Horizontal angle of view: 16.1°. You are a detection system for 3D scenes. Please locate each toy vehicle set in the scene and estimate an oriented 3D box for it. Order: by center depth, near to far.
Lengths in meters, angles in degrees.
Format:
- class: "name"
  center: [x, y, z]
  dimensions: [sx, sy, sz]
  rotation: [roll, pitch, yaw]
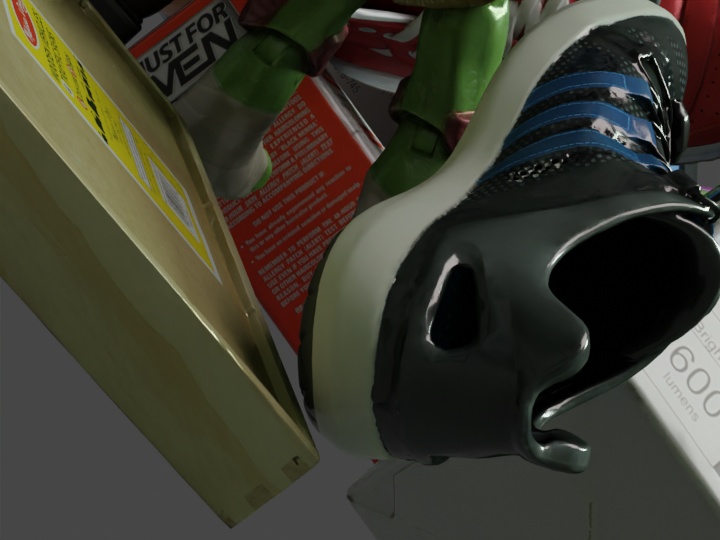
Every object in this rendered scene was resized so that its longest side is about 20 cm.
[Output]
- class: "toy vehicle set"
  center: [-0.073, -0.035, 0.619]
  dimensions: [0.124, 0.026, 0.200]
  rotation: [51, 6, -28]

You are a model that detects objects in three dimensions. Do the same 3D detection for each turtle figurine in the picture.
- class: "turtle figurine"
  center: [0.028, -0.103, 0.762]
  dimensions: [0.143, 0.195, 0.200]
  rotation: [21, 18, -27]

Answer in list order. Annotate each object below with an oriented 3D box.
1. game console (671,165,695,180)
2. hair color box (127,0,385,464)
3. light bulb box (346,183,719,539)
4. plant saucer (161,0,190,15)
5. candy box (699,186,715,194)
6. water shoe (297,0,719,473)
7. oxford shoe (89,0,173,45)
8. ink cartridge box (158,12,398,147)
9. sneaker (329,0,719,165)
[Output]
- class: "game console"
  center: [0.087, -0.042, 1.021]
  dimensions: [0.031, 0.177, 0.201]
  rotation: [25, -48, 34]
- class: "hair color box"
  center: [0.000, 0.000, 0.859]
  dimensions: [0.201, 0.061, 0.102]
  rotation: [55, 5, 4]
- class: "light bulb box"
  center: [0.139, 0.076, 0.762]
  dimensions: [0.199, 0.125, 0.200]
  rotation: [54, 47, -1]
- class: "plant saucer"
  center: [-0.007, -0.168, 0.996]
  dimensions: [0.037, 0.200, 0.200]
  rotation: [47, 8, -30]
- class: "candy box"
  center: [0.169, 0.011, 0.991]
  dimensions: [0.136, 0.061, 0.199]
  rotation: [23, 14, 39]
- class: "water shoe"
  center: [0.058, -0.006, 0.639]
  dimensions: [0.200, 0.078, 0.072]
  rotation: [-47, 143, -49]
- class: "oxford shoe"
  center: [-0.077, -0.132, 0.902]
  dimensions: [0.073, 0.084, 0.200]
  rotation: [50, 5, -23]
- class: "ink cartridge box"
  center: [0.027, -0.129, 1.097]
  dimensions: [0.145, 0.200, 0.145]
  rotation: [49, 2, -41]
- class: "sneaker"
  center: [0.052, -0.090, 0.827]
  dimensions: [0.199, 0.072, 0.112]
  rotation: [10, -13, 26]
